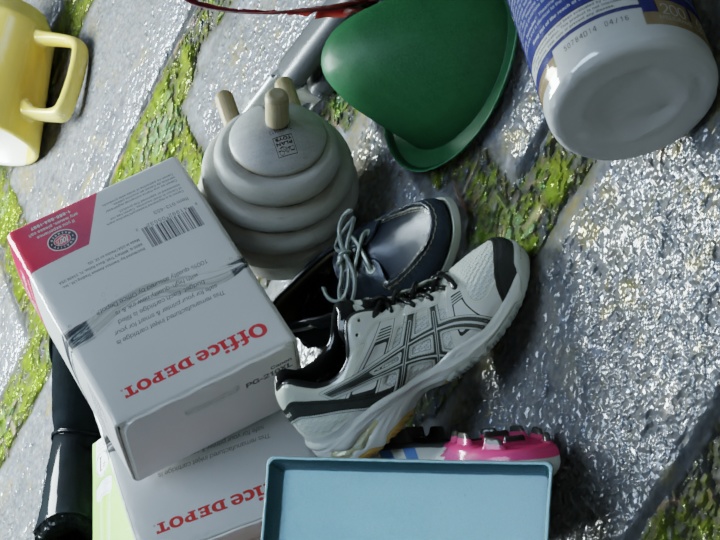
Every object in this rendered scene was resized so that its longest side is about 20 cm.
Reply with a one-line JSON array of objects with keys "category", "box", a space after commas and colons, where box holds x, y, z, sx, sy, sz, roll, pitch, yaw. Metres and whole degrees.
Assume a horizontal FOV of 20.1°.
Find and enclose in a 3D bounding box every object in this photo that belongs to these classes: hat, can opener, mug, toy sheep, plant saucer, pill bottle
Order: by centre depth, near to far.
[{"category": "plant saucer", "box": [0.029, 0.154, 1.278, 0.199, 0.019, 0.070, -1, 77, 26]}, {"category": "pill bottle", "box": [0.150, -0.178, 1.298, 0.111, 0.111, 0.201, -48, 41, 37]}, {"category": "hat", "box": [-0.010, -0.170, 1.483, 0.200, 0.175, 0.166, -39, 45, 45]}, {"category": "toy sheep", "box": [-0.064, -0.069, 1.564, 0.200, 0.137, 0.138, 82, 175, -52]}, {"category": "can opener", "box": [-0.043, -0.172, 1.658, 0.200, 0.052, 0.067, -47, 41, 38]}, {"category": "mug", "box": [-0.377, -0.205, 2.159, 0.149, 0.186, 0.154, 97, -173, -73]}]

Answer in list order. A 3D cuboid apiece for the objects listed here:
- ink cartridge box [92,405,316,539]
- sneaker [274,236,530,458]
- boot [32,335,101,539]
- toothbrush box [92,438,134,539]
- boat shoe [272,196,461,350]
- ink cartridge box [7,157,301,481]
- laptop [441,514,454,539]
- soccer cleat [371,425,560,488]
[{"category": "ink cartridge box", "box": [-0.115, 0.130, 1.527, 0.086, 0.146, 0.201, 79, 170, -56]}, {"category": "sneaker", "box": [0.027, 0.041, 1.371, 0.200, 0.088, 0.076, -45, 19, -3]}, {"category": "boot", "box": [-0.239, 0.150, 1.755, 0.201, 0.076, 0.169, 100, 172, -46]}, {"category": "toothbrush box", "box": [-0.148, 0.215, 1.638, 0.145, 0.086, 0.201, -35, 49, 46]}, {"category": "boat shoe", "box": [0.000, 0.000, 1.511, 0.200, 0.062, 0.075, -33, 53, 49]}, {"category": "ink cartridge box", "box": [-0.150, 0.034, 1.493, 0.200, 0.144, 0.085, 55, 163, 33]}, {"category": "laptop", "box": [-0.035, 0.259, 1.275, 0.116, 0.199, 0.188, 98, 166, -55]}, {"category": "soccer cleat", "box": [0.069, 0.148, 1.350, 0.200, 0.070, 0.087, -7, 87, 60]}]
